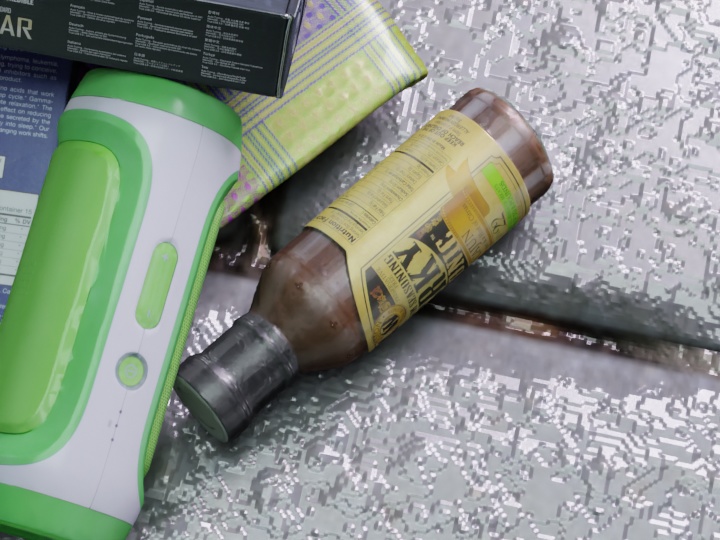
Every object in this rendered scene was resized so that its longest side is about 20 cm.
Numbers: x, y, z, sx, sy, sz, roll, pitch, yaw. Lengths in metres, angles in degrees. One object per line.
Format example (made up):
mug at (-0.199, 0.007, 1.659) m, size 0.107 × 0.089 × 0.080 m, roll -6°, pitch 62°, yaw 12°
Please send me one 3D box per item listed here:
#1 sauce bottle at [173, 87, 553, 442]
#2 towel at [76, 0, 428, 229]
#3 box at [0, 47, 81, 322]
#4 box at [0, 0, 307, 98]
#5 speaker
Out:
sauce bottle at (0.000, 0.000, 1.100) m, size 0.200 × 0.065 × 0.065 m, roll -42°, pitch 75°, yaw -15°
towel at (-0.079, -0.128, 1.146) m, size 0.143 × 0.023 × 0.200 m, roll -38°, pitch 76°, yaw -16°
box at (-0.194, -0.048, 1.099) m, size 0.120 × 0.032 × 0.201 m, roll 8°, pitch 86°, yaw 0°
box at (-0.118, -0.154, 1.079) m, size 0.199 × 0.044 × 0.161 m, roll 11°, pitch 38°, yaw 1°
speaker at (-0.113, 0.019, 1.048) m, size 0.088 × 0.088 × 0.201 m, roll 15°, pitch 79°, yaw 4°
